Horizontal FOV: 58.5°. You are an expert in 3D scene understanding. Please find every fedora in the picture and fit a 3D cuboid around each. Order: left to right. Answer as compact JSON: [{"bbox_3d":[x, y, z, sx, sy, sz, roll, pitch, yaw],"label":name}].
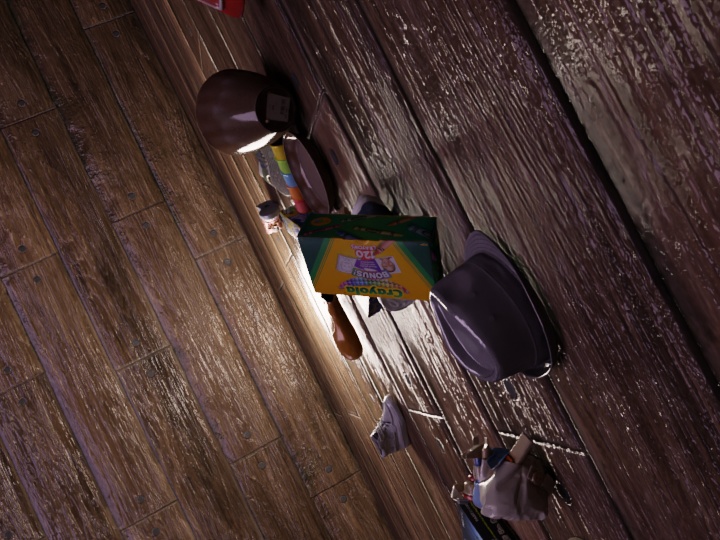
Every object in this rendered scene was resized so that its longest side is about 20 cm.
[{"bbox_3d":[0.150,0.059,0.797,0.200,0.090,0.177,58,165,24],"label":"fedora"}]

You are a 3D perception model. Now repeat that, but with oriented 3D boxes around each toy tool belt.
[{"bbox_3d":[0.218,0.310,1.004,0.200,0.124,0.123,147,128,-73],"label":"toy tool belt"}]

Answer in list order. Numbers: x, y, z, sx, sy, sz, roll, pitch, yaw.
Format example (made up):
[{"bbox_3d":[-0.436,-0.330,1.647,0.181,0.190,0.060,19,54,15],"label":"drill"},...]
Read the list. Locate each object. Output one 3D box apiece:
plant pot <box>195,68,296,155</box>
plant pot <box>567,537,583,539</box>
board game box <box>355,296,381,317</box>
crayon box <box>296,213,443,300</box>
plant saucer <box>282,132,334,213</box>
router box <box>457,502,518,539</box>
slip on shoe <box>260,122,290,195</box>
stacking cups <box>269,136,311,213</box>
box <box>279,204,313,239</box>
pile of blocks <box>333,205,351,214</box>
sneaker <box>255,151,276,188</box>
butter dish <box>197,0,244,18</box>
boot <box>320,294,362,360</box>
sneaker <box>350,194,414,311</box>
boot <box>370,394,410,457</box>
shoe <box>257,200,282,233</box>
[{"bbox_3d":[-0.221,-0.335,1.346,0.200,0.187,0.187,15,131,54],"label":"plant pot"},{"bbox_3d":[0.297,0.518,0.913,0.200,0.173,0.200,56,165,24],"label":"plant pot"},{"bbox_3d":[0.000,0.000,1.370,0.136,0.035,0.200,58,165,24],"label":"board game box"},{"bbox_3d":[0.018,-0.020,0.957,0.058,0.199,0.119,-70,-24,-43],"label":"crayon box"},{"bbox_3d":[-0.106,-0.208,1.381,0.200,0.032,0.200,53,162,25],"label":"plant saucer"},{"bbox_3d":[0.272,0.571,1.329,0.150,0.062,0.200,52,162,45],"label":"router box"},{"bbox_3d":[-0.200,-0.274,1.581,0.061,0.074,0.200,-76,-32,-53],"label":"slip on shoe"},{"bbox_3d":[-0.157,-0.221,1.510,0.061,0.060,0.200,48,161,49],"label":"stacking cups"},{"bbox_3d":[-0.135,-0.113,1.593,0.200,0.070,0.064,37,152,63],"label":"box"},{"bbox_3d":[-0.010,-0.048,1.228,0.062,0.082,0.200,37,-173,-35],"label":"pile of blocks"},{"bbox_3d":[-0.230,-0.290,1.657,0.090,0.067,0.200,48,160,28],"label":"sneaker"},{"bbox_3d":[-0.276,-0.583,1.144,0.199,0.148,0.200,24,164,-5],"label":"butter dish"},{"bbox_3d":[-0.061,0.141,1.773,0.201,0.071,0.144,57,168,48],"label":"boot"},{"bbox_3d":[0.038,-0.039,1.098,0.200,0.080,0.147,70,178,-50],"label":"sneaker"},{"bbox_3d":[0.071,0.433,1.757,0.074,0.095,0.201,44,156,54],"label":"boot"},{"bbox_3d":[-0.281,-0.163,2.061,0.091,0.071,0.200,68,171,-20],"label":"shoe"}]
